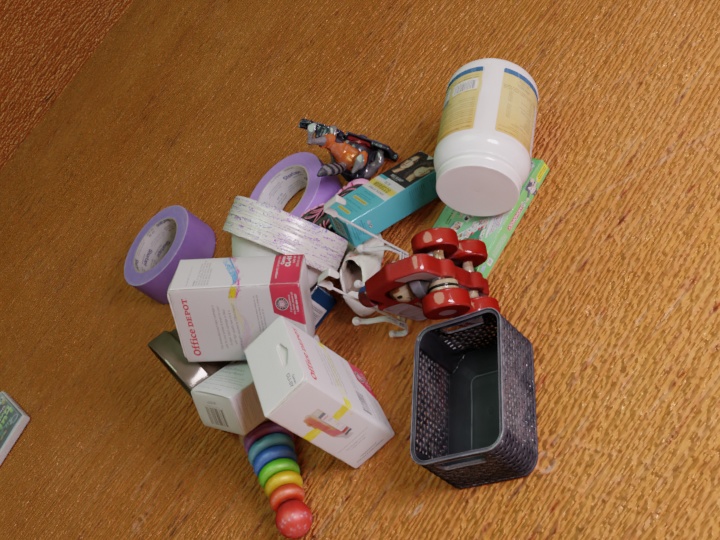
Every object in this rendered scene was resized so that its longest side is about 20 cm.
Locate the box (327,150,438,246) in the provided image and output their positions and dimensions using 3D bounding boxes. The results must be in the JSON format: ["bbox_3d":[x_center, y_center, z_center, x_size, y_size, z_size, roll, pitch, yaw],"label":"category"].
[{"bbox_3d":[0.047,-0.121,1.385,0.199,0.049,0.082,-32,36,-14],"label":"box"}]

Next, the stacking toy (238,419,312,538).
[{"bbox_3d":[-0.120,0.309,1.251,0.085,0.085,0.200,-41,44,12],"label":"stacking toy"}]

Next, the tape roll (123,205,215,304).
[{"bbox_3d":[-0.413,-0.035,1.799,0.199,0.085,0.201,-26,44,28],"label":"tape roll"}]

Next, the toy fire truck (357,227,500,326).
[{"bbox_3d":[0.090,0.027,1.171,0.167,0.199,0.113,-23,67,32],"label":"toy fire truck"}]

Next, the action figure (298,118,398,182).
[{"bbox_3d":[-0.044,-0.209,1.504,0.199,0.193,0.105,21,93,17],"label":"action figure"}]

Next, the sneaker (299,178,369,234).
[{"bbox_3d":[-0.056,-0.083,1.471,0.200,0.079,0.095,-40,12,16],"label":"sneaker"}]

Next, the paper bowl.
[{"bbox_3d":[-0.129,-0.038,1.357,0.200,0.200,0.105,21,89,50],"label":"paper bowl"}]

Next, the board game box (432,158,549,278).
[{"bbox_3d":[0.190,-0.092,1.298,0.134,0.029,0.201,22,76,49],"label":"board game box"}]

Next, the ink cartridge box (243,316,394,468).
[{"bbox_3d":[-0.061,0.175,1.196,0.083,0.200,0.145,-42,39,10],"label":"ink cartridge box"}]

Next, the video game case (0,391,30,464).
[{"bbox_3d":[-0.863,0.399,1.947,0.181,0.023,0.201,18,74,49],"label":"video game case"}]

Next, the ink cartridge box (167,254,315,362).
[{"bbox_3d":[-0.176,0.058,1.272,0.198,0.148,0.086,-1,36,6],"label":"ink cartridge box"}]

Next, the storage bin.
[{"bbox_3d":[0.148,0.166,1.086,0.135,0.094,0.201,-21,47,32],"label":"storage bin"}]

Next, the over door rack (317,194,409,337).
[{"bbox_3d":[0.000,0.000,1.271,0.066,0.200,0.149,-22,48,32],"label":"over door rack"}]

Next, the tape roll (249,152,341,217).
[{"bbox_3d":[-0.133,-0.129,1.615,0.199,0.066,0.201,-26,45,29],"label":"tape roll"}]

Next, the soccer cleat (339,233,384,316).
[{"bbox_3d":[0.000,-0.016,1.384,0.069,0.078,0.201,-27,44,26],"label":"soccer cleat"}]

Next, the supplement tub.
[{"bbox_3d":[0.187,-0.198,1.246,0.144,0.145,0.201,-12,52,38],"label":"supplement tub"}]

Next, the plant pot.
[{"bbox_3d":[-0.233,0.143,1.420,0.173,0.201,0.200,-43,36,-16],"label":"plant pot"}]

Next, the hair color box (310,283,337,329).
[{"bbox_3d":[-0.134,0.040,1.486,0.100,0.060,0.200,-51,38,-1],"label":"hair color box"}]

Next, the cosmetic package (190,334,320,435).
[{"bbox_3d":[-0.155,0.172,1.312,0.101,0.075,0.200,2,28,40],"label":"cosmetic package"}]
